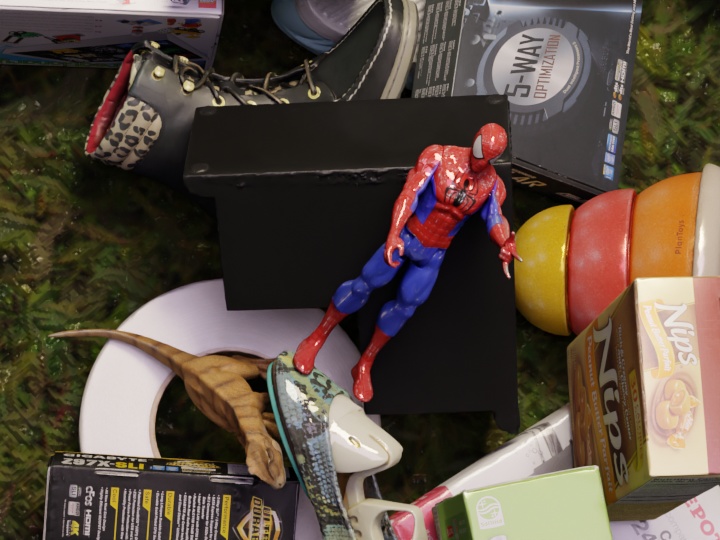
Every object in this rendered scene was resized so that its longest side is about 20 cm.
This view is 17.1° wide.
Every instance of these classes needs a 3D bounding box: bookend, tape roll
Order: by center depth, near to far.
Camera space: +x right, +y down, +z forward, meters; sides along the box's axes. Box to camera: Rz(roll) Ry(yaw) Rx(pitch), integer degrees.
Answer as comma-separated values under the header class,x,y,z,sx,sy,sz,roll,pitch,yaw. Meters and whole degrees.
class,x,y,z,sx,sy,sz,roll,pitch,yaw
bookend,0.000,0.000,1.517,0.198,0.092,0.200,-3,121,3
tape roll,-0.087,0.106,1.579,0.202,0.037,0.203,1,79,-8

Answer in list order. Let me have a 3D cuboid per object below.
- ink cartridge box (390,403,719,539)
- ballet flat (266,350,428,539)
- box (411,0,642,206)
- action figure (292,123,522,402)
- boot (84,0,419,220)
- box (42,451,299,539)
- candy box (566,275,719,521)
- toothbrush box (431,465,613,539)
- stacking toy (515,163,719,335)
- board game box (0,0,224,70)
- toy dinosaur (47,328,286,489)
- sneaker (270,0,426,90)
class,x,y,z,sx,sy,sz,roll,pitch,yaw
ink cartridge box,0.134,0.174,1.562,0.200,0.083,0.145,-31,84,-10
ballet flat,0.003,0.139,1.476,0.074,0.074,0.200,-19,93,-10
box,0.115,-0.160,1.612,0.160,0.043,0.200,19,75,-37
action figure,0.032,0.004,1.410,0.065,0.099,0.200,25,117,-15
boot,-0.069,-0.114,1.540,0.154,0.074,0.204,25,120,-21
box,-0.125,0.221,1.519,0.159,0.049,0.200,3,95,-6
candy box,0.170,0.081,1.432,0.055,0.200,0.116,-2,77,-6
toothbrush box,0.109,0.225,1.427,0.086,0.146,0.200,-9,81,-7
stacking toy,0.148,-0.003,1.601,0.200,0.146,0.146,4,78,12
board game box,-0.192,-0.166,1.570,0.200,0.126,0.035,2,78,-7
toy dinosaur,-0.094,0.070,1.528,0.200,0.106,0.061,33,100,41
sneaker,0.029,-0.156,1.631,0.200,0.082,0.074,27,73,-25
